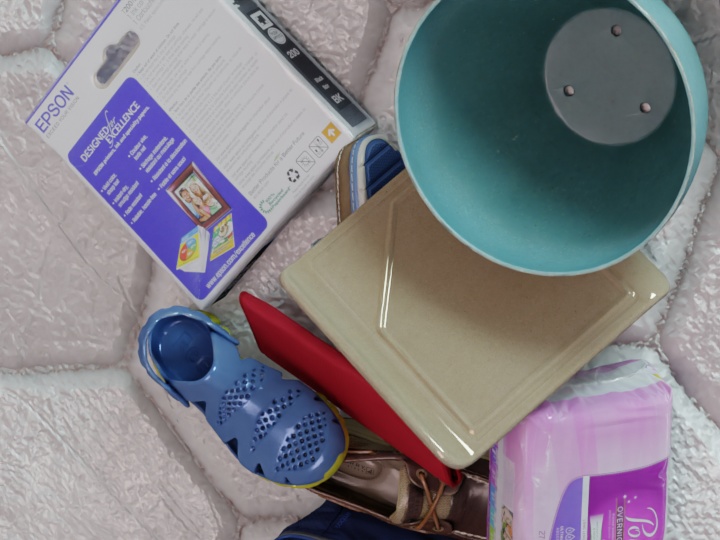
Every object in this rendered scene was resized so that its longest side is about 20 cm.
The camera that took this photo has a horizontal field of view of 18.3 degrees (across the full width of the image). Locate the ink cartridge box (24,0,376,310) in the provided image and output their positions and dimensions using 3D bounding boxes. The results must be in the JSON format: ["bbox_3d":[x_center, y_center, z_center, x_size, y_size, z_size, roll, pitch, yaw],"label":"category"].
[{"bbox_3d":[-0.120,-0.107,1.623,0.200,0.043,0.198,46,121,4],"label":"ink cartridge box"}]

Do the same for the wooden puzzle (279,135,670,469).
[{"bbox_3d":[0.075,0.010,1.489,0.200,0.037,0.185,-39,71,-13],"label":"wooden puzzle"}]

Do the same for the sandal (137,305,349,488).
[{"bbox_3d":[-0.094,0.088,1.620,0.200,0.087,0.080,32,86,28],"label":"sandal"}]

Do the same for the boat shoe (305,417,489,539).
[{"bbox_3d":[0.044,0.163,1.614,0.200,0.072,0.072,19,114,21],"label":"boat shoe"}]

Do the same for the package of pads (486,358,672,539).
[{"bbox_3d":[0.150,0.165,1.534,0.120,0.076,0.201,-6,110,-16],"label":"package of pads"}]

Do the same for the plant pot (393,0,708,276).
[{"bbox_3d":[0.140,-0.111,1.436,0.200,0.135,0.201,9,111,25],"label":"plant pot"}]

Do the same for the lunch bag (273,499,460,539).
[{"bbox_3d":[0.014,0.267,1.629,0.200,0.132,0.136,22,116,20],"label":"lunch bag"}]

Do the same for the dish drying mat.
[{"bbox_3d":[-0.007,0.082,1.597,0.200,0.018,0.077,33,158,33],"label":"dish drying mat"}]

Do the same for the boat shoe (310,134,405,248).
[{"bbox_3d":[0.000,0.000,1.578,0.072,0.072,0.201,6,114,33],"label":"boat shoe"}]
